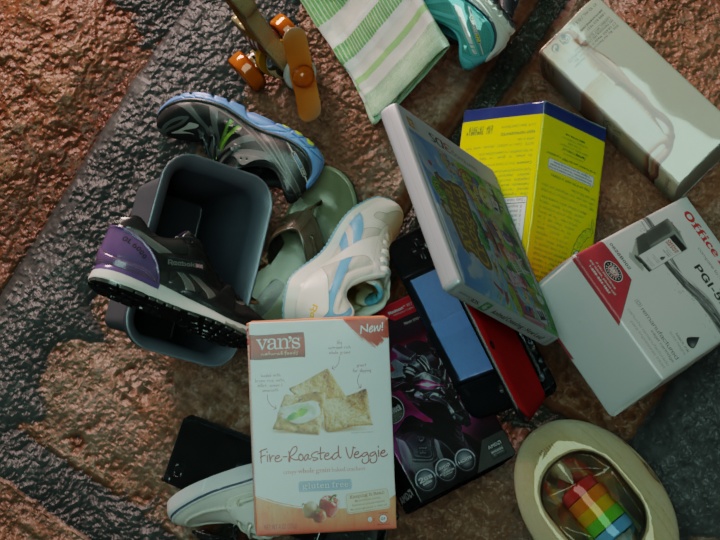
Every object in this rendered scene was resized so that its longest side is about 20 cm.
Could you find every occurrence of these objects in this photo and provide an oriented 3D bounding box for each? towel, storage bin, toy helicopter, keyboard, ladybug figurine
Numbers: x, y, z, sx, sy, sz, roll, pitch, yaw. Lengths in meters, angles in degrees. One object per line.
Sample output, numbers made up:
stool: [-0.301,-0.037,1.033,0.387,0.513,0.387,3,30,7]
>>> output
towel: [0.004,-0.274,1.702,0.023,0.153,0.201,-18,73,-38]
storage bin: [-0.181,-0.007,1.669,0.145,0.134,0.201,17,81,-27]
toy helicopter: [-0.096,-0.235,1.669,0.079,0.200,0.132,-41,60,-2]
keyboard: [-0.119,0.235,1.652,0.199,0.021,0.128,18,87,28]
ladybug figurine: [0.235,0.240,1.603,0.135,0.072,0.200,-36,77,-1]

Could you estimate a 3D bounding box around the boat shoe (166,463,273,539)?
boat shoe: [-0.099,0.231,1.597,0.199,0.071,0.070,-18,69,14]

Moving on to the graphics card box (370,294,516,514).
graphics card box: [0.055,0.130,1.634,0.125,0.051,0.201,-22,76,-27]

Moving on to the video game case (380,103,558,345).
video game case: [0.101,-0.041,1.479,0.022,0.182,0.201,-32,57,23]

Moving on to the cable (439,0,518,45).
cable: [0.077,-0.325,1.739,0.199,0.051,0.164,10,83,11]

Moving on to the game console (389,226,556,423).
game console: [0.089,0.053,1.526,0.118,0.172,0.201,-27,90,-41]

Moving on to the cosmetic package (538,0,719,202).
cosmetic package: [0.283,-0.174,1.659,0.087,0.103,0.200,-44,76,-1]

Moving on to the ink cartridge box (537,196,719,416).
ink cartridge box: [0.282,0.030,1.569,0.200,0.083,0.147,-26,77,-43]

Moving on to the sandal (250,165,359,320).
sandal: [-0.067,-0.017,1.698,0.080,0.057,0.202,30,85,11]

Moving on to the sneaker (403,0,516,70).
sneaker: [0.070,-0.292,1.677,0.080,0.077,0.200,-46,75,7]

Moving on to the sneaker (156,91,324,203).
sneaker: [-0.136,-0.129,1.709,0.199,0.071,0.083,23,74,19]

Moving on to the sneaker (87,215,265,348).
sneaker: [-0.159,0.009,1.567,0.199,0.076,0.088,26,70,-25]

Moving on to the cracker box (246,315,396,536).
cracker box: [-0.038,0.145,1.525,0.133,0.058,0.201,-3,88,-6]

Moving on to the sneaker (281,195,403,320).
sneaker: [0.000,0.000,1.641,0.080,0.077,0.200,18,45,21]

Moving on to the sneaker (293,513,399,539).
sneaker: [-0.003,0.231,1.643,0.104,0.060,0.201,15,88,15]

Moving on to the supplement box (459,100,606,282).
supplement box: [0.165,-0.057,1.629,0.109,0.109,0.201,-1,77,45]
